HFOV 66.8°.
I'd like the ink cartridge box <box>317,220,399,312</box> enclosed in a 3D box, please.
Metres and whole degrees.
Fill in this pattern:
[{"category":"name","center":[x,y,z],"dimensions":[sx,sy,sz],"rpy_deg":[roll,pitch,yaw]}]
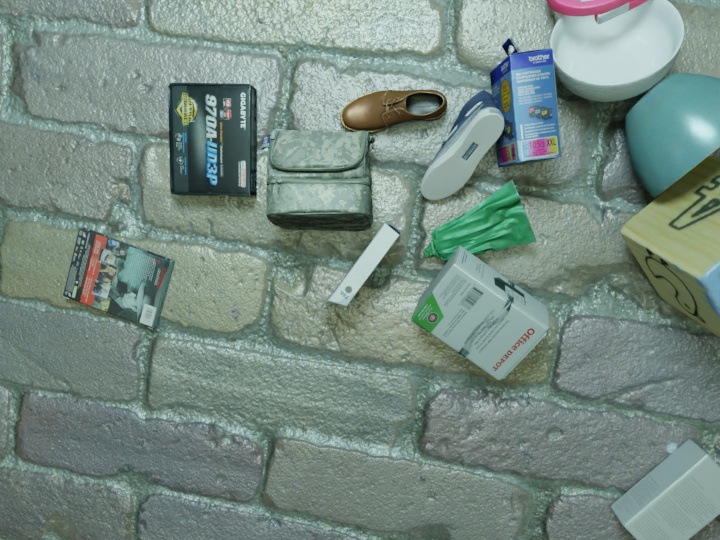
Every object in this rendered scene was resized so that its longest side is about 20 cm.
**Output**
[{"category":"ink cartridge box","center":[0.000,0.000,1.002],"dimensions":[0.039,0.099,0.201],"rpy_deg":[38,100,-2]}]

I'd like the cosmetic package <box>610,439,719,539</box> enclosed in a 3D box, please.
[{"category":"cosmetic package","center":[0.586,0.428,1.019],"dimensions":[0.101,0.071,0.200],"rpy_deg":[45,99,-2]}]

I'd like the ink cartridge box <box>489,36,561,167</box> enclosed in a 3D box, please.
[{"category":"ink cartridge box","center":[0.273,-0.283,0.921],"dimensions":[0.075,0.136,0.204],"rpy_deg":[-6,97,1]}]

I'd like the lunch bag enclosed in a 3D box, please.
[{"category":"lunch bag","center":[-0.073,-0.166,0.974],"dimensions":[0.196,0.139,0.171],"rpy_deg":[1,82,4]}]

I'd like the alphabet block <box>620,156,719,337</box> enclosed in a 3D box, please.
[{"category":"alphabet block","center":[0.583,-0.031,0.868],"dimensions":[0.196,0.200,0.196],"rpy_deg":[-39,114,8]}]

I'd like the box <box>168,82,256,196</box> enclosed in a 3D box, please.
[{"category":"box","center":[-0.275,-0.241,1.021],"dimensions":[0.156,0.046,0.204],"rpy_deg":[3,97,5]}]

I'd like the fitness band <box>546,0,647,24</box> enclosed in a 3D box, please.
[{"category":"fitness band","center":[0.406,-0.483,0.898],"dimensions":[0.198,0.037,0.145],"rpy_deg":[-24,61,6]}]

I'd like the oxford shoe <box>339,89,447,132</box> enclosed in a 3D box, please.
[{"category":"oxford shoe","center":[0.057,-0.292,0.974],"dimensions":[0.197,0.071,0.073],"rpy_deg":[-9,98,8]}]

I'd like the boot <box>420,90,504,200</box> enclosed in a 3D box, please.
[{"category":"boot","center":[0.177,-0.220,0.978],"dimensions":[0.072,0.091,0.200],"rpy_deg":[27,127,-23]}]

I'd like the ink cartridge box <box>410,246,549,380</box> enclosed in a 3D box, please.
[{"category":"ink cartridge box","center":[0.214,0.078,0.980],"dimensions":[0.199,0.083,0.147],"rpy_deg":[35,121,0]}]

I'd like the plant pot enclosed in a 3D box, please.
[{"category":"plant pot","center":[0.515,-0.237,0.886],"dimensions":[0.200,0.200,0.135],"rpy_deg":[-40,78,9]}]

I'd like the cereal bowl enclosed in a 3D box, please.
[{"category":"cereal bowl","center":[0.417,-0.359,0.905],"dimensions":[0.197,0.083,0.203],"rpy_deg":[-8,64,16]}]

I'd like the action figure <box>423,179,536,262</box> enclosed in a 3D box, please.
[{"category":"action figure","center":[0.204,-0.069,0.997],"dimensions":[0.198,0.055,0.120],"rpy_deg":[-23,96,15]}]

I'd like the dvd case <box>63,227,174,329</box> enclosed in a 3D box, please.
[{"category":"dvd case","center":[-0.482,0.015,1.087],"dimensions":[0.197,0.022,0.148],"rpy_deg":[19,99,4]}]
